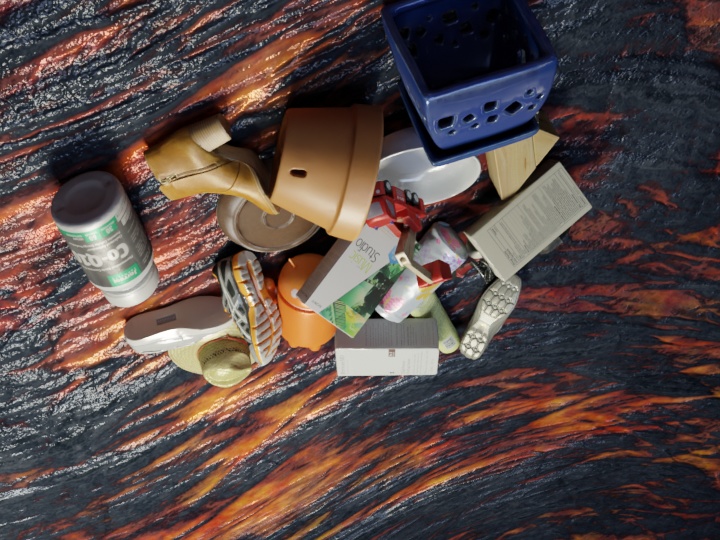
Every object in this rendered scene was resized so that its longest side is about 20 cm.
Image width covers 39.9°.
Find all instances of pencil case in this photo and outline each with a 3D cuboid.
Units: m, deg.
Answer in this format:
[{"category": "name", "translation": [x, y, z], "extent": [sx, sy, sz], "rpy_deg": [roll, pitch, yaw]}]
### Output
[{"category": "pencil case", "translation": [0.103, 0.004, 1.782], "extent": [0.200, 0.092, 0.082], "rpy_deg": [-43, 144, 24]}]

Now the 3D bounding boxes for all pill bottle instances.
[{"category": "pill bottle", "translation": [-0.380, -0.043, 1.502], "extent": [0.111, 0.114, 0.202], "rpy_deg": [-19, 140, -2]}]

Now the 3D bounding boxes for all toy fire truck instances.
[{"category": "toy fire truck", "translation": [0.072, -0.054, 1.582], "extent": [0.048, 0.144, 0.199], "rpy_deg": [-19, 162, 28]}]

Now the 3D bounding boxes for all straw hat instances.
[{"category": "straw hat", "translation": [-0.247, 0.164, 1.809], "extent": [0.197, 0.086, 0.203], "rpy_deg": [-12, 138, -11]}]

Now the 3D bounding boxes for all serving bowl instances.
[{"category": "serving bowl", "translation": [0.090, -0.175, 1.577], "extent": [0.195, 0.067, 0.201], "rpy_deg": [-6, 159, -2]}]

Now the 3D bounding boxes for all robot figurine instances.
[{"category": "robot figurine", "translation": [-0.092, 0.053, 1.730], "extent": [0.116, 0.143, 0.202], "rpy_deg": [-31, 148, -31]}]

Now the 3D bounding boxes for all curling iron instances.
[{"category": "curling iron", "translation": [0.189, 0.006, 1.785], "extent": [0.026, 0.050, 0.200], "rpy_deg": [-42, -174, -14]}]

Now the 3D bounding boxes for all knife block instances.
[{"category": "knife block", "translation": [0.225, -0.222, 1.605], "extent": [0.173, 0.065, 0.201], "rpy_deg": [12, 130, -33]}]

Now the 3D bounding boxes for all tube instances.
[{"category": "tube", "translation": [0.141, 0.090, 1.925], "extent": [0.051, 0.059, 0.201], "rpy_deg": [-18, 142, 15]}]

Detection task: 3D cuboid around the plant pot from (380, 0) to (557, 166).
[{"category": "plant pot", "translation": [0.152, -0.276, 1.418], "extent": [0.196, 0.203, 0.181], "rpy_deg": [-17, 146, -5]}]

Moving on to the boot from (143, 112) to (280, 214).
[{"category": "boot", "translation": [-0.224, -0.137, 1.501], "extent": [0.142, 0.072, 0.202], "rpy_deg": [-25, 128, 15]}]

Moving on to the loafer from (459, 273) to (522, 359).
[{"category": "loafer", "translation": [0.257, 0.083, 1.960], "extent": [0.069, 0.070, 0.202], "rpy_deg": [32, 114, 3]}]

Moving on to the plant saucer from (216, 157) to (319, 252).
[{"category": "plant saucer", "translation": [-0.135, -0.097, 1.614], "extent": [0.196, 0.032, 0.202], "rpy_deg": [-13, 140, -11]}]

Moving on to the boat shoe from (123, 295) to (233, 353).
[{"category": "boat shoe", "translation": [-0.310, 0.103, 1.729], "extent": [0.196, 0.073, 0.069], "rpy_deg": [-18, 147, -6]}]

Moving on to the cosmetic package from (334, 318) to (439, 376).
[{"category": "cosmetic package", "translation": [0.049, 0.146, 1.886], "extent": [0.195, 0.075, 0.103], "rpy_deg": [-3, 144, 1]}]

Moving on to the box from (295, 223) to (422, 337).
[{"category": "box", "translation": [0.000, 0.000, 1.649], "extent": [0.201, 0.036, 0.144], "rpy_deg": [-52, 135, 2]}]

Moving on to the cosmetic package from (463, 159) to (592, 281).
[{"category": "cosmetic package", "translation": [0.286, -0.087, 1.705], "extent": [0.199, 0.071, 0.106], "rpy_deg": [-38, 100, 1]}]

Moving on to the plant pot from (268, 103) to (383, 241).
[{"category": "plant pot", "translation": [-0.056, -0.158, 1.472], "extent": [0.137, 0.202, 0.202], "rpy_deg": [12, 133, -11]}]

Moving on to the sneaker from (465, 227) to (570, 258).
[{"category": "sneaker", "translation": [0.294, -0.058, 1.804], "extent": [0.198, 0.077, 0.112], "rpy_deg": [-33, 130, 4]}]

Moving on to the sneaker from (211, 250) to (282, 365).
[{"category": "sneaker", "translation": [-0.193, 0.065, 1.686], "extent": [0.076, 0.078, 0.204], "rpy_deg": [-6, 106, 30]}]
